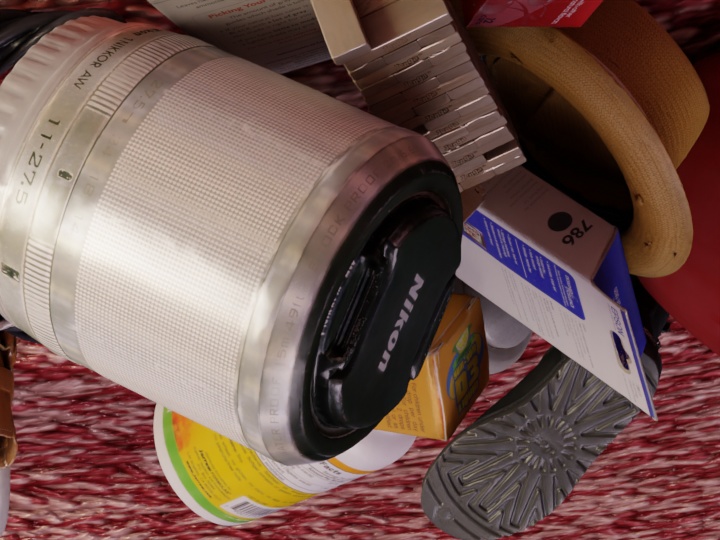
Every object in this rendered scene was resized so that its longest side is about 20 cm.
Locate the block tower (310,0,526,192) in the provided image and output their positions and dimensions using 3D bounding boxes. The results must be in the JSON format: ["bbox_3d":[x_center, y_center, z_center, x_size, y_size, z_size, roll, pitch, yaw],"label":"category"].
[{"bbox_3d":[0.028,-0.094,1.384,0.058,0.054,0.200,-25,157,7],"label":"block tower"}]

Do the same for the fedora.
[{"bbox_3d":[0.119,-0.087,1.519,0.082,0.201,0.201,-42,167,-17],"label":"fedora"}]

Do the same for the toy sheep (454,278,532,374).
[{"bbox_3d":[0.037,0.011,1.734,0.199,0.139,0.138,0,168,38],"label":"toy sheep"}]

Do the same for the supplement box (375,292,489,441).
[{"bbox_3d":[-0.030,0.042,1.669,0.199,0.067,0.069,6,125,28],"label":"supplement box"}]

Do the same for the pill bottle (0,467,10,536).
[{"bbox_3d":[-0.331,0.125,1.903,0.199,0.117,0.116,-3,159,-16],"label":"pill bottle"}]

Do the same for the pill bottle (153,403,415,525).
[{"bbox_3d":[-0.030,0.087,1.929,0.199,0.112,0.111,-25,154,36],"label":"pill bottle"}]

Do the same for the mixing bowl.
[{"bbox_3d":[0.208,-0.044,1.613,0.108,0.201,0.200,19,165,14],"label":"mixing bowl"}]

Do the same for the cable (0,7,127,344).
[{"bbox_3d":[-0.155,-0.043,1.485,0.163,0.051,0.201,27,121,1],"label":"cable"}]

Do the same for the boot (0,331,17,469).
[{"bbox_3d":[-0.227,0.016,1.598,0.073,0.156,0.200,-13,159,12],"label":"boot"}]

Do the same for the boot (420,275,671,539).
[{"bbox_3d":[0.116,0.059,1.690,0.165,0.066,0.200,-38,-169,21],"label":"boot"}]

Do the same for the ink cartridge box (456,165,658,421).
[{"bbox_3d":[0.090,-0.009,1.552,0.039,0.200,0.100,-40,143,-16],"label":"ink cartridge box"}]

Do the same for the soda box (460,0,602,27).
[{"bbox_3d":[0.105,-0.182,1.327,0.063,0.070,0.200,-2,159,-22],"label":"soda box"}]

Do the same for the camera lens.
[{"bbox_3d":[-0.065,-0.015,1.352,0.199,0.161,0.160,24,171,22],"label":"camera lens"}]

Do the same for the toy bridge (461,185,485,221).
[{"bbox_3d":[0.000,0.000,1.562,0.200,0.027,0.067,-40,-176,43],"label":"toy bridge"}]

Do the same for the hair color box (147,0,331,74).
[{"bbox_3d":[-0.051,-0.156,1.348,0.101,0.062,0.200,-15,160,16],"label":"hair color box"}]
